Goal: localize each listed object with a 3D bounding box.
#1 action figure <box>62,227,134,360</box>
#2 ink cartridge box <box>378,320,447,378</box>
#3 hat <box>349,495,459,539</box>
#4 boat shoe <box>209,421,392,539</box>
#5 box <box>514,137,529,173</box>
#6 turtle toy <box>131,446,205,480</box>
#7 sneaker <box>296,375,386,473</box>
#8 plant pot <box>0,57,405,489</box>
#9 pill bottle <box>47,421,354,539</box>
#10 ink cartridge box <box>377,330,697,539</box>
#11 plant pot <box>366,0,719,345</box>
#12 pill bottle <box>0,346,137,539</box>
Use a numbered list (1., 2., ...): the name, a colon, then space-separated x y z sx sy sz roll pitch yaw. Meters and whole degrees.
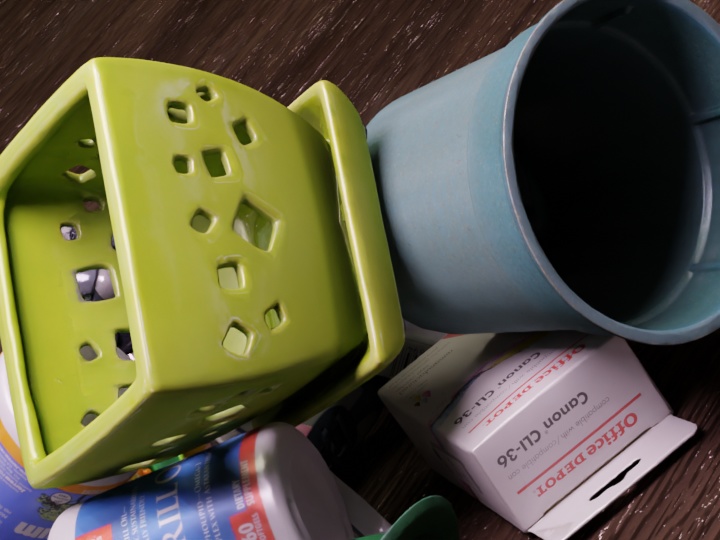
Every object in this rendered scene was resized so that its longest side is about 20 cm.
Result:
1. action figure: -0.157 0.023 1.976 0.200 0.193 0.105 -34 33 27
2. ink cartridge box: 0.000 0.000 1.855 0.200 0.195 0.044 -78 3 -62
3. hat: -0.065 0.183 1.496 0.165 0.175 0.201 8 -77 -68
4. boat shoe: -0.046 0.146 1.698 0.070 0.071 0.200 -46 51 -8
5. box: 0.024 -0.050 1.762 0.199 0.050 0.075 -25 41 -4
6. turtle toy: -0.183 0.132 1.895 0.145 0.101 0.201 -30 43 15
7. sneaker: -0.045 0.141 1.789 0.200 0.070 0.082 -45 39 -12
8. plant pot: -0.093 0.001 1.607 0.180 0.201 0.199 -4 -17 -28
9. pill bottle: -0.111 0.172 1.612 0.199 0.113 0.112 -24 24 15
10. ink cartridge box: 0.103 0.082 1.659 0.116 0.068 0.200 -39 21 -10
11. plant pot: 0.103 -0.048 1.608 0.200 0.201 0.196 -49 21 -29
12. pill bottle: -0.220 0.130 1.760 0.200 0.112 0.112 -46 10 41
